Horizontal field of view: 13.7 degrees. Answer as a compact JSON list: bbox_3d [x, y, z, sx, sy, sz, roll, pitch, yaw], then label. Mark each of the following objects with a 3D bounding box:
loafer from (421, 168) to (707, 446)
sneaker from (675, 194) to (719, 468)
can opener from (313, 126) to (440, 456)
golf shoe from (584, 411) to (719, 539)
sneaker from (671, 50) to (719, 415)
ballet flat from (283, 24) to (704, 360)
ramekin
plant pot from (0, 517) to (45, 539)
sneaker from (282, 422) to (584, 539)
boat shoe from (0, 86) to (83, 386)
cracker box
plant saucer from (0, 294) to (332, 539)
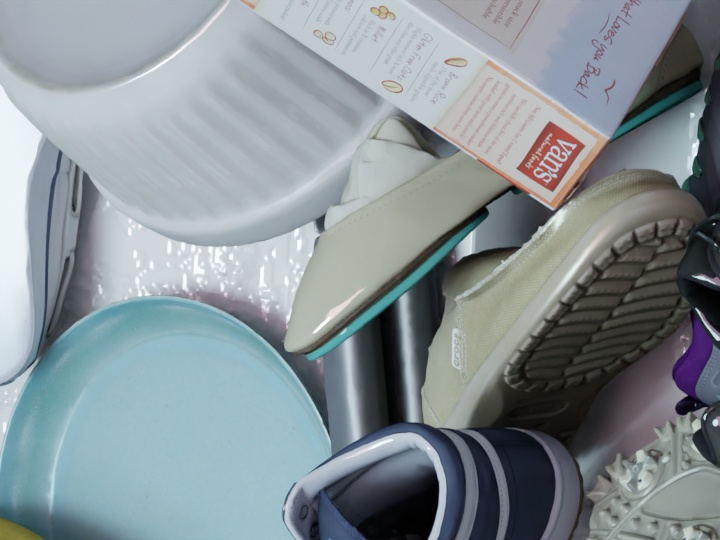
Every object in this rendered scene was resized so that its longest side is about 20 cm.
[{"bbox_3d":[0.067,0.016,1.148,0.200,0.075,0.069,-55,48,50],"label":"loafer"},{"bbox_3d":[0.155,-0.018,1.027,0.090,0.076,0.201,4,65,2],"label":"sneaker"},{"bbox_3d":[0.000,0.000,1.248,0.067,0.053,0.201,174,91,-68],"label":"can opener"},{"bbox_3d":[0.180,0.097,1.084,0.199,0.097,0.079,-8,51,32],"label":"golf shoe"},{"bbox_3d":[0.141,-0.041,1.123,0.087,0.074,0.201,-2,91,42],"label":"sneaker"},{"bbox_3d":[0.040,-0.045,1.148,0.200,0.070,0.070,-35,67,-10],"label":"ballet flat"},{"bbox_3d":[-0.062,-0.120,1.200,0.199,0.105,0.201,-18,59,31],"label":"ramekin"},{"bbox_3d":[-0.208,0.208,1.295,0.199,0.195,0.195,-7,96,34],"label":"plant pot"},{"bbox_3d":[0.001,0.143,1.118,0.070,0.108,0.201,32,98,32],"label":"sneaker"},{"bbox_3d":[-0.159,-0.050,1.339,0.073,0.065,0.201,12,101,11],"label":"boat shoe"},{"bbox_3d":[0.026,-0.132,1.094,0.199,0.134,0.058,34,145,0],"label":"cracker box"},{"bbox_3d":[-0.079,0.111,1.313,0.199,0.027,0.201,2,93,36],"label":"plant saucer"}]
